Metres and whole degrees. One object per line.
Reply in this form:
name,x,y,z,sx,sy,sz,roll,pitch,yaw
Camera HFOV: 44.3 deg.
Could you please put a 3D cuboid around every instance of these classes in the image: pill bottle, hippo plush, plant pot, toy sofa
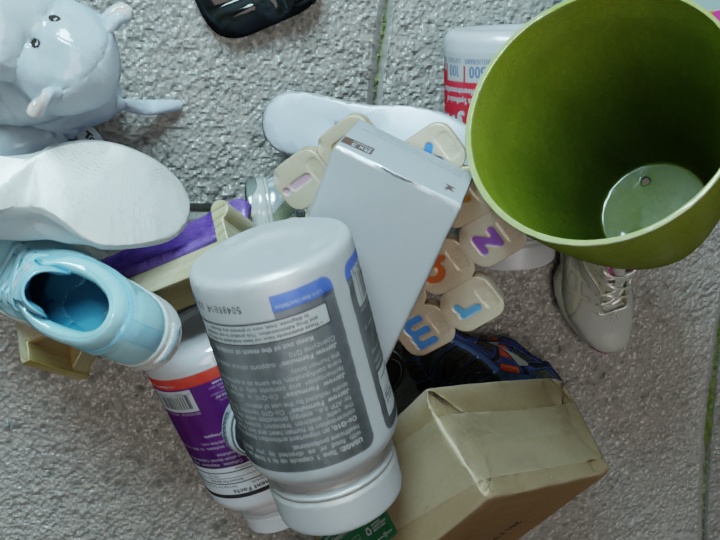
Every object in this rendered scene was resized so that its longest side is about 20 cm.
pill bottle,-0.038,0.075,0.617,0.113,0.114,0.201,-17,111,-8
hippo plush,-0.238,-0.132,0.634,0.200,0.161,0.160,39,79,-20
plant pot,0.201,-0.076,0.669,0.187,0.187,0.200,-50,147,5
toy sofa,-0.174,0.006,0.705,0.199,0.083,0.098,-21,70,12
pill bottle,0.129,-0.108,0.771,0.111,0.112,0.201,-6,108,-11
pill bottle,-0.106,0.131,0.790,0.112,0.112,0.201,-24,112,-5

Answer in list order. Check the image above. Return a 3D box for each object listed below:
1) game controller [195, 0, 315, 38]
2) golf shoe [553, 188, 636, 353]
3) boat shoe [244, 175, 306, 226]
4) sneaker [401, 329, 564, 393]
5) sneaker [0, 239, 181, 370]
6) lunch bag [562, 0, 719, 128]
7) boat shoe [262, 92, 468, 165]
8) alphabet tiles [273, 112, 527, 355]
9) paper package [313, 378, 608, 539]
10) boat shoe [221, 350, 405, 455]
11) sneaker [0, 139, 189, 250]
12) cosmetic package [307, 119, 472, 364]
game controller,-0.109,-0.291,0.703,0.104,0.042,0.201,-20,111,9
golf shoe,0.228,-0.001,0.842,0.075,0.092,0.201,-22,112,-8
boat shoe,-0.053,0.013,0.788,0.064,0.074,0.203,-13,103,-4
sneaker,0.120,0.097,0.855,0.199,0.079,0.075,29,123,-25
sneaker,-0.220,0.008,0.629,0.074,0.199,0.082,-68,153,-13
lunch bag,0.263,-0.185,0.778,0.169,0.122,0.201,-6,116,-16
boat shoe,0.018,-0.103,0.731,0.199,0.057,0.069,17,90,9
alphabet tiles,0.023,-0.025,0.708,0.195,0.015,0.200,-32,105,29
paper package,0.079,0.191,0.770,0.190,0.104,0.200,4,137,-45
boat shoe,-0.024,0.112,0.751,0.199,0.056,0.069,-18,104,-43
sneaker,-0.227,-0.050,0.641,0.199,0.088,0.076,3,80,-18
cosmetic package,0.000,0.000,0.676,0.101,0.074,0.201,26,118,2
